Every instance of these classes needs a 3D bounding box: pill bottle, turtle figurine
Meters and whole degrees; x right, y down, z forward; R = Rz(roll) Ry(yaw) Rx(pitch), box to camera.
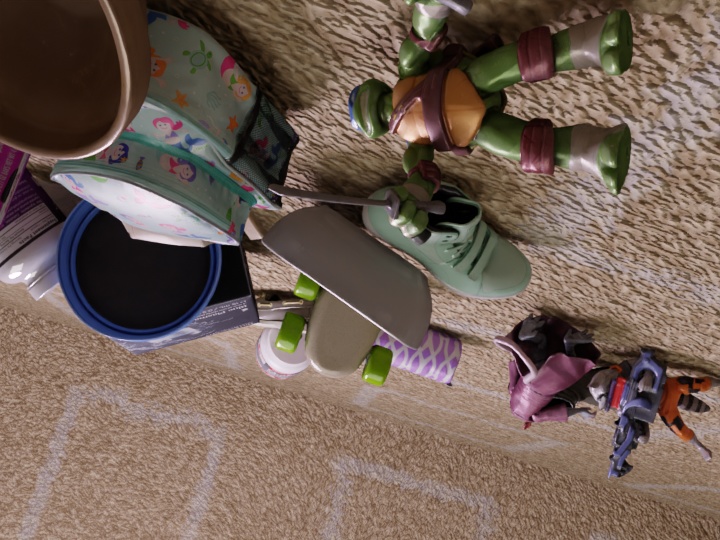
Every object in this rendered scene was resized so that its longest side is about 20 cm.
[{"bbox_3d":[-0.146,0.150,1.595,0.114,0.117,0.200,18,165,-7],"label":"pill bottle"},{"bbox_3d":[0.054,-0.097,0.476,0.191,0.146,0.200,4,164,27],"label":"turtle figurine"},{"bbox_3d":[-0.441,-0.065,1.011,0.201,0.112,0.112,53,155,-11],"label":"pill bottle"}]

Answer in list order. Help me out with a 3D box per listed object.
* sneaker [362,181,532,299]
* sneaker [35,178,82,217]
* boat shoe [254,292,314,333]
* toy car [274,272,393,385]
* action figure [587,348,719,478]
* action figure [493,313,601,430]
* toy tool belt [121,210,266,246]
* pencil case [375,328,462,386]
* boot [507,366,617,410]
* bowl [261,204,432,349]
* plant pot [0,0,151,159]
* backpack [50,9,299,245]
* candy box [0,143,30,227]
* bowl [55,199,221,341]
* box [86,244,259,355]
[{"bbox_3d":[0.106,-0.025,0.791,0.198,0.075,0.118,24,169,-19],"label":"sneaker"},{"bbox_3d":[-0.392,-0.065,1.141,0.198,0.074,0.118,20,161,18],"label":"sneaker"},{"bbox_3d":[-0.155,0.073,1.446,0.200,0.061,0.072,5,172,40],"label":"boat shoe"},{"bbox_3d":[-0.022,0.056,1.191,0.162,0.160,0.200,21,-167,-4],"label":"toy car"},{"bbox_3d":[0.416,0.204,1.160,0.191,0.202,0.105,20,-161,5],"label":"action figure"},{"bbox_3d":[0.250,0.162,1.113,0.134,0.148,0.202,41,137,30],"label":"action figure"},{"bbox_3d":[-0.203,-0.076,0.858,0.198,0.126,0.123,9,155,26],"label":"toy tool belt"},{"bbox_3d":[0.076,0.125,1.362,0.198,0.085,0.086,20,-167,-8],"label":"pencil case"},{"bbox_3d":[0.333,0.192,1.229,0.197,0.069,0.130,10,-162,25],"label":"boot"},{"bbox_3d":[0.000,0.000,0.886,0.199,0.075,0.200,34,-178,10],"label":"bowl"},{"bbox_3d":[-0.203,-0.176,0.491,0.198,0.093,0.202,15,138,14],"label":"plant pot"},{"bbox_3d":[-0.163,-0.115,0.646,0.175,0.152,0.200,11,159,24],"label":"backpack"},{"bbox_3d":[-0.455,-0.145,0.845,0.198,0.138,0.061,20,163,-18],"label":"candy box"},{"bbox_3d":[-0.269,-0.013,0.990,0.198,0.203,0.039,16,171,-2],"label":"bowl"},{"bbox_3d":[-0.248,0.026,1.111,0.194,0.119,0.200,-14,168,-7],"label":"box"}]
